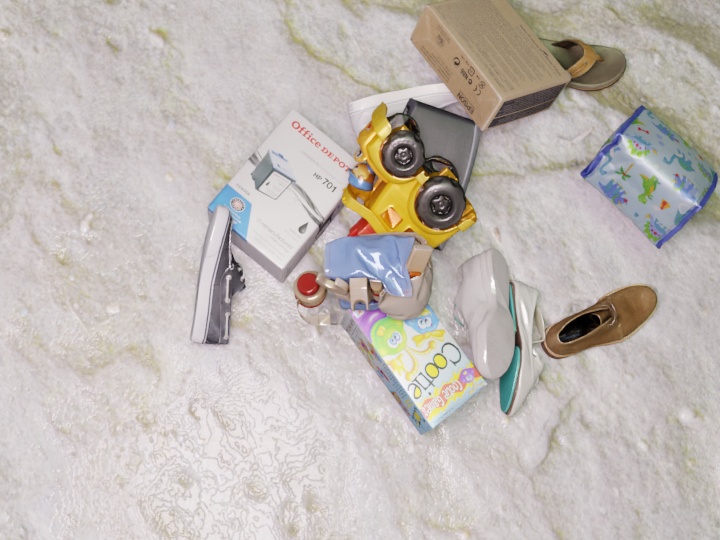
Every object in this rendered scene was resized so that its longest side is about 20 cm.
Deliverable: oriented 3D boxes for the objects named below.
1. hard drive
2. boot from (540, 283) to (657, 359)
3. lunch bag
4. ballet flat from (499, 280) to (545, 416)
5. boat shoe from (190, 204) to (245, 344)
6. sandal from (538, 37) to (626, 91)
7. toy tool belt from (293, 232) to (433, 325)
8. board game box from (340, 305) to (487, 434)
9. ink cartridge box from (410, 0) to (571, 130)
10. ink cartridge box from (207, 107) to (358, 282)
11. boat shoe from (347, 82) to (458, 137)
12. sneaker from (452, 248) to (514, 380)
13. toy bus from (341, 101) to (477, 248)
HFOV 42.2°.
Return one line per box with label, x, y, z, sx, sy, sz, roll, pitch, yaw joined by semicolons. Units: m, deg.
hard drive;0.100;-0.144;1.401;0.132;0.042;0.204;18;92;-2
boot;0.367;0.073;1.389;0.197;0.076;0.075;-24;78;-13
lunch bag;0.454;-0.157;1.434;0.170;0.128;0.200;43;46;5
ballet flat;0.242;0.113;1.372;0.068;0.070;0.204;5;72;-5
boat shoe;-0.193;0.010;1.312;0.066;0.072;0.204;8;104;-14
sandal;0.334;-0.342;1.500;0.196;0.054;0.082;11;75;-4
toy tool belt;0.000;0.000;1.231;0.195;0.123;0.127;-4;67;5
board game box;0.072;0.117;1.327;0.102;0.105;0.201;-35;83;-13
ink cartridge box;0.197;-0.324;1.426;0.163;0.075;0.202;-20;66;-35
ink cartridge box;-0.109;-0.111;1.374;0.146;0.086;0.201;37;76;4
boat shoe;0.079;-0.246;1.443;0.196;0.072;0.070;-14;99;-17
sneaker;0.171;0.071;1.357;0.075;0.087;0.203;36;47;-39
toy bus;0.039;-0.104;1.313;0.191;0.136;0.200;-38;108;15
